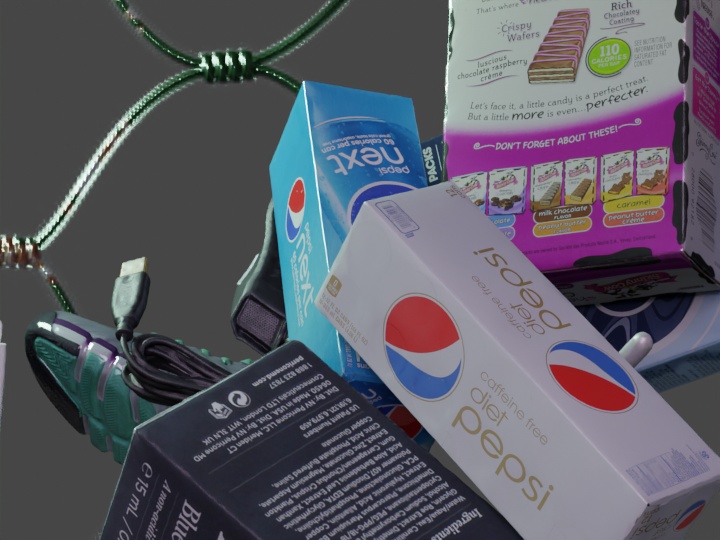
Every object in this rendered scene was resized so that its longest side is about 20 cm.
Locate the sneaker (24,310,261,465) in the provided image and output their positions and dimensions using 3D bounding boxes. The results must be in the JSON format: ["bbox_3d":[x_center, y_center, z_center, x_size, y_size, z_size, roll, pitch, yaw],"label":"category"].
[{"bbox_3d":[-0.080,0.069,1.322,0.200,0.075,0.088,32,53,14],"label":"sneaker"}]

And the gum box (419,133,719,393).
[{"bbox_3d":[0.136,-0.019,1.306,0.199,0.045,0.171,-21,63,18],"label":"gum box"}]

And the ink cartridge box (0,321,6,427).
[{"bbox_3d":[-0.246,0.098,1.303,0.115,0.068,0.201,6,65,-10],"label":"ink cartridge box"}]

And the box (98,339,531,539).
[{"bbox_3d":[-0.023,0.178,1.167,0.200,0.197,0.117,39,41,22],"label":"box"}]

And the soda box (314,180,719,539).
[{"bbox_3d":[0.069,0.051,1.141,0.064,0.068,0.200,-14,53,-44],"label":"soda box"}]

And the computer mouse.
[{"bbox_3d":[-0.058,0.016,1.313,0.140,0.046,0.200,17,44,-6],"label":"computer mouse"}]

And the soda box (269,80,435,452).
[{"bbox_3d":[0.000,0.000,1.269,0.064,0.068,0.201,7,46,-18],"label":"soda box"}]

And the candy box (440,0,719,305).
[{"bbox_3d":[0.114,-0.085,1.279,0.136,0.061,0.201,-7,69,27],"label":"candy box"}]

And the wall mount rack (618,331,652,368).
[{"bbox_3d":[0.131,0.128,1.199,0.074,0.174,0.200,-24,65,-5],"label":"wall mount rack"}]
